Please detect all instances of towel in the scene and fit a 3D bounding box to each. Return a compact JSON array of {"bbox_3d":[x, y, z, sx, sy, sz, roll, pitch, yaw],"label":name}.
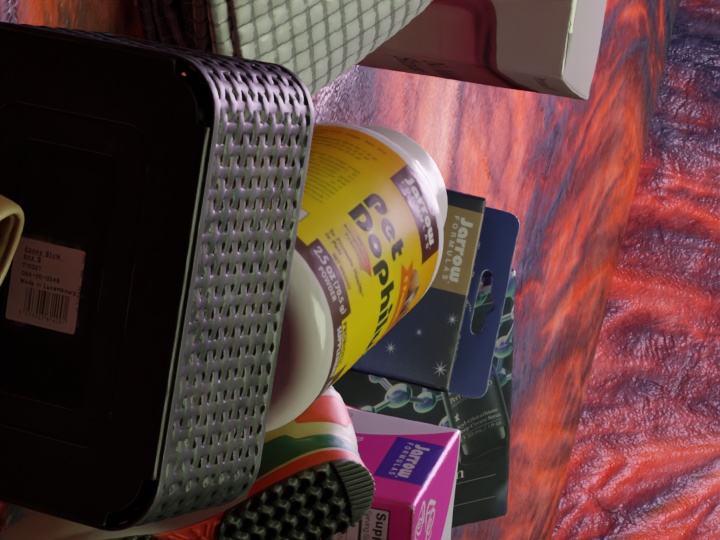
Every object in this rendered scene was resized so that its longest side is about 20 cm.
[{"bbox_3d":[-0.041,-0.188,1.275,0.165,0.085,0.200,-37,141,-28],"label":"towel"}]

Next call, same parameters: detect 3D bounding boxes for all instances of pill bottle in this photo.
[{"bbox_3d":[-0.028,-0.005,1.200,0.200,0.109,0.110,-42,142,-59],"label":"pill bottle"}]

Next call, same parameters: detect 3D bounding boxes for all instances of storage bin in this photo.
[{"bbox_3d":[-0.111,0.000,1.069,0.094,0.135,0.201,-3,104,-64],"label":"storage bin"}]

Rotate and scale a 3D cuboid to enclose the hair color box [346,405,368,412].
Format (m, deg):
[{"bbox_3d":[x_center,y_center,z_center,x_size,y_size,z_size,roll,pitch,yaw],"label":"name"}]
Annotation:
[{"bbox_3d":[-0.059,0.168,1.420,0.101,0.061,0.201,26,76,-69],"label":"hair color box"}]

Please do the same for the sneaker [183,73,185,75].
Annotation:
[{"bbox_3d":[-0.127,-0.012,1.231,0.087,0.074,0.201,12,92,-53],"label":"sneaker"}]

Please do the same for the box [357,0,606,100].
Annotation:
[{"bbox_3d":[0.045,-0.175,1.495,0.128,0.199,0.109,10,90,-77],"label":"box"}]

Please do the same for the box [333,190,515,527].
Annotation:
[{"bbox_3d":[0.012,0.069,1.597,0.107,0.148,0.201,-124,-153,-52],"label":"box"}]

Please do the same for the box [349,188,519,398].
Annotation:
[{"bbox_3d":[0.000,0.000,1.477,0.032,0.199,0.122,176,-73,-71],"label":"box"}]

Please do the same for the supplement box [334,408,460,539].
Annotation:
[{"bbox_3d":[-0.057,0.129,1.303,0.101,0.199,0.104,-52,150,-64],"label":"supplement box"}]

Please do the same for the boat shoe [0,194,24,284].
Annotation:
[{"bbox_3d":[-0.185,0.052,0.974,0.074,0.069,0.201,64,38,-69],"label":"boat shoe"}]

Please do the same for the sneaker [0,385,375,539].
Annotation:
[{"bbox_3d":[-0.094,0.106,1.218,0.070,0.199,0.094,64,9,-47],"label":"sneaker"}]
